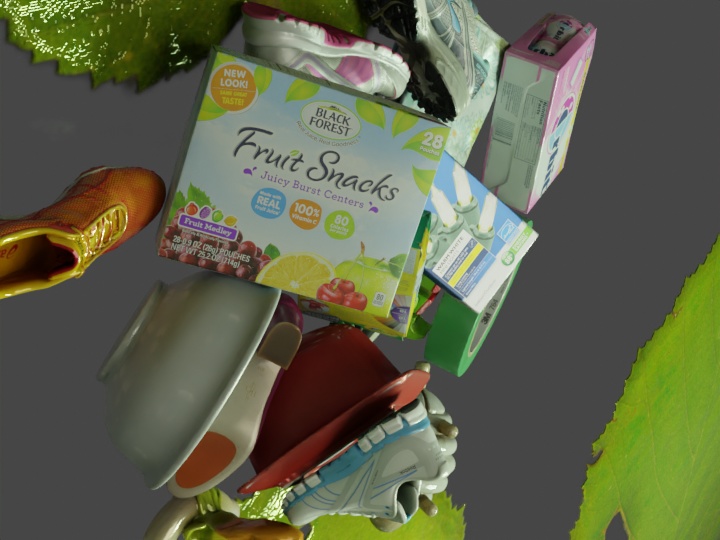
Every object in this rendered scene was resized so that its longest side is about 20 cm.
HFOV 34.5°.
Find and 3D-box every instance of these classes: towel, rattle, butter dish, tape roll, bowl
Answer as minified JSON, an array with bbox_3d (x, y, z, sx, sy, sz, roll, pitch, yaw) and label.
[{"bbox_3d":[0.079,-0.175,1.201,0.171,0.048,0.201,22,93,-56],"label":"towel"},{"bbox_3d":[-0.155,0.318,1.121,0.201,0.142,0.130,-61,166,-17],"label":"rattle"},{"bbox_3d":[-0.049,0.112,1.129,0.199,0.148,0.200,-36,170,5],"label":"butter dish"},{"bbox_3d":[0.138,0.023,1.353,0.201,0.048,0.201,-59,166,-24],"label":"tape roll"},{"bbox_3d":[-0.156,0.072,0.958,0.202,0.090,0.201,-54,-168,16],"label":"bowl"}]

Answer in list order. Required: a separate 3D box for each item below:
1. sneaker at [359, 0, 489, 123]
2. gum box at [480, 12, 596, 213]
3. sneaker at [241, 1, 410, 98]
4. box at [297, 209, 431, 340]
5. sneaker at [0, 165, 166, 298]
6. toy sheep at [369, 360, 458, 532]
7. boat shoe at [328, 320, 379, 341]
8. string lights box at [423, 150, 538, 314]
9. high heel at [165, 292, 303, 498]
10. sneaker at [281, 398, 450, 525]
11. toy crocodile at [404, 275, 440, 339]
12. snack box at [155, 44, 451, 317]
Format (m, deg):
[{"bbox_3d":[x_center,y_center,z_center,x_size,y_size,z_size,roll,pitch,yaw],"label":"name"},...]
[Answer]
[{"bbox_3d":[0.062,-0.243,1.083,0.086,0.077,0.201,-44,126,-27],"label":"sneaker"},{"bbox_3d":[0.199,-0.181,1.304,0.114,0.066,0.201,-47,153,-43],"label":"gum box"},{"bbox_3d":[-0.037,-0.171,1.020,0.199,0.081,0.089,5,108,-47],"label":"sneaker"},{"bbox_3d":[0.000,0.000,1.099,0.200,0.116,0.049,98,9,-59],"label":"box"},{"bbox_3d":[-0.215,-0.022,0.864,0.200,0.077,0.073,-33,134,-44],"label":"sneaker"},{"bbox_3d":[0.052,0.204,1.338,0.138,0.137,0.201,18,91,-57],"label":"toy sheep"},{"bbox_3d":[0.012,-0.003,1.199,0.067,0.072,0.201,14,113,-41],"label":"boat shoe"},{"bbox_3d":[0.067,-0.058,1.126,0.200,0.059,0.103,38,89,-27],"label":"string lights box"},{"bbox_3d":[-0.114,0.113,1.057,0.067,0.096,0.200,36,98,-16],"label":"high heel"},{"bbox_3d":[0.004,0.202,1.058,0.200,0.087,0.075,-41,170,38],"label":"sneaker"},{"bbox_3d":[0.076,-0.007,1.259,0.068,0.061,0.201,-50,167,-55],"label":"toy crocodile"},{"bbox_3d":[-0.049,-0.071,0.940,0.199,0.068,0.170,16,102,-17],"label":"snack box"}]
